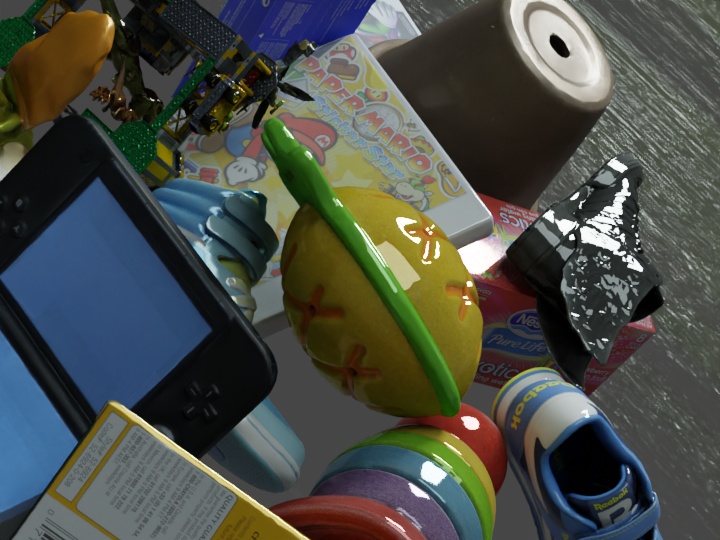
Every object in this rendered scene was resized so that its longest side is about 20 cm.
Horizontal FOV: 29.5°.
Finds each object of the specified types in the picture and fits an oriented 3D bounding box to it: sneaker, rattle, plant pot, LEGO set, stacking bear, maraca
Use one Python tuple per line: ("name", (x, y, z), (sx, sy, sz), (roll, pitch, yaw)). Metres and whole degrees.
("sneaker", (-0.075, 0.024, 0.812), (0.130, 0.080, 0.200), (-40, 81, -23))
("rattle", (-0.269, -0.121, 0.790), (0.199, 0.143, 0.131), (30, 55, -23))
("plant pot", (0.098, -0.124, 1.055), (0.200, 0.174, 0.201), (24, 47, -29))
("sneaker", (0.170, -0.006, 0.949), (0.104, 0.060, 0.200), (46, 42, 9))
("LEGO set", (-0.138, -0.128, 0.919), (0.199, 0.154, 0.116), (31, -5, 26))
("sneaker", (0.151, 0.158, 0.860), (0.074, 0.082, 0.201), (-34, 104, -13))
("stacking bear", (0.028, 0.140, 0.797), (0.122, 0.114, 0.200), (53, 29, -1))
("maraca", (0.000, 0.000, 0.797), (0.107, 0.137, 0.201), (-33, 92, -10))

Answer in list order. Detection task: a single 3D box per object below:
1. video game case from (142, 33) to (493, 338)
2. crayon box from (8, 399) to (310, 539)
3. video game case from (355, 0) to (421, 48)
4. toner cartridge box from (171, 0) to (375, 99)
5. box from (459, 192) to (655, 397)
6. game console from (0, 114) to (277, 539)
("video game case", (-0.037, -0.064, 0.928), (0.181, 0.023, 0.200), (-24, 56, -15))
("crayon box", (-0.077, 0.172, 0.658), (0.200, 0.052, 0.126), (36, 76, -4))
("video game case", (0.008, -0.174, 1.183), (0.181, 0.023, 0.201), (-3, 54, -43))
("toner cartridge box", (-0.050, -0.182, 0.988), (0.095, 0.200, 0.043), (-7, 54, -45))
("box", (0.101, 0.018, 0.995), (0.199, 0.100, 0.096), (16, 41, -29))
("game console", (-0.175, 0.035, 0.718), (0.200, 0.171, 0.118), (51, 14, 15))
